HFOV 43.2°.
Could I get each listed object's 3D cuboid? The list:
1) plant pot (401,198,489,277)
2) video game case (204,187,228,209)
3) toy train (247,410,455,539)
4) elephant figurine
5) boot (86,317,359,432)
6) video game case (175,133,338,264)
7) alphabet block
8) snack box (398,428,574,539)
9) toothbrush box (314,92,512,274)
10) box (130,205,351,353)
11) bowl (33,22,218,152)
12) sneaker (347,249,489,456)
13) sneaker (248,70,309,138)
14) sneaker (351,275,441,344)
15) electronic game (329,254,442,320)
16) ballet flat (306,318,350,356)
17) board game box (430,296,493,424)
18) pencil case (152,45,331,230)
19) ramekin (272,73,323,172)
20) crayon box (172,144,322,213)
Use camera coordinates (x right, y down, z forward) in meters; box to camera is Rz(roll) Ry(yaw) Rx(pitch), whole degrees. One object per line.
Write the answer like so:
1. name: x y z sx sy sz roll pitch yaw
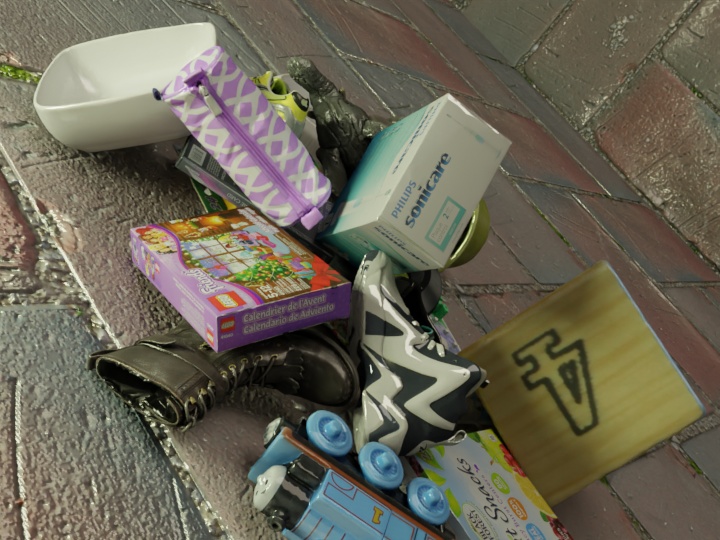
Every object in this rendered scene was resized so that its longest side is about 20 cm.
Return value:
1. plant pot: 0.098 -0.076 1.288 0.201 0.200 0.184 50 15 20
2. video game case: -0.090 -0.038 1.130 0.200 0.018 0.143 46 25 10
3. toy train: -0.006 0.206 0.774 0.199 0.087 0.115 35 33 -6
4. elephant figurine: -0.008 -0.153 1.127 0.154 0.143 0.200 16 -6 23
5. boot: -0.115 0.097 0.798 0.198 0.070 0.174 21 22 14
6. video game case: -0.110 -0.100 1.039 0.199 0.019 0.143 34 27 -18
7. alphabet block: 0.255 0.130 1.048 0.197 0.199 0.195 60 13 17
8. snack box: 0.128 0.260 0.892 0.168 0.068 0.201 5 41 -51
9. toothbrush box: 0.047 -0.079 0.936 0.085 0.147 0.200 33 -15 -14
10. box: -0.118 0.000 0.862 0.136 0.039 0.200 -15 32 -31
11. bowl: -0.252 -0.201 1.020 0.198 0.075 0.200 -9 33 -1
12. sneaker: 0.058 0.079 0.873 0.128 0.080 0.201 3 62 -13
13. sneaker: -0.121 -0.203 1.100 0.075 0.077 0.200 25 11 -47
14. sneaker: 0.044 0.102 0.939 0.075 0.079 0.202 -17 94 -50
15. electronic game: 0.000 0.000 1.068 0.198 0.042 0.201 11 35 -8
16. ballet flat: -0.066 0.053 0.954 0.199 0.076 0.064 33 33 -12
17. board game box: 0.079 0.097 1.120 0.199 0.026 0.201 12 41 -48
18. pencil case: -0.112 -0.133 0.920 0.200 0.084 0.085 48 -5 -27
19. ramekin: -0.079 -0.198 1.319 0.201 0.094 0.203 32 25 -17
20. crayon box: -0.120 -0.111 1.126 0.199 0.052 0.126 11 38 -46
